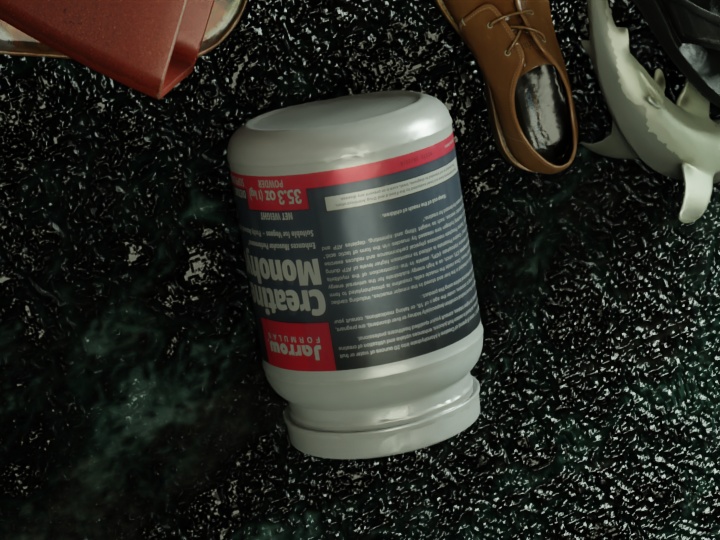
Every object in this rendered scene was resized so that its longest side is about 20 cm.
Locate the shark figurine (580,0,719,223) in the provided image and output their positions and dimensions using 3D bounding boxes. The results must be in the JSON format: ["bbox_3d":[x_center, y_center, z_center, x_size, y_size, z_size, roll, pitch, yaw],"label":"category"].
[{"bbox_3d":[0.170,-0.111,1.217,0.215,0.089,0.129,48,54,-25],"label":"shark figurine"}]

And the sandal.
[{"bbox_3d":[0.212,-0.170,1.174,0.200,0.048,0.076,43,57,-30],"label":"sandal"}]

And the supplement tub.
[{"bbox_3d":[0.000,0.000,1.160,0.139,0.140,0.202,-12,103,-11],"label":"supplement tub"}]

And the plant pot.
[{"bbox_3d":[-0.153,-0.223,1.021,0.175,0.200,0.202,18,100,-2],"label":"plant pot"}]

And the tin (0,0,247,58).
[{"bbox_3d":[-0.165,-0.185,1.137,0.198,0.042,0.113,3,104,-14],"label":"tin"}]

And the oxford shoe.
[{"bbox_3d":[0.096,-0.155,1.190,0.071,0.071,0.201,-26,104,-6],"label":"oxford shoe"}]
